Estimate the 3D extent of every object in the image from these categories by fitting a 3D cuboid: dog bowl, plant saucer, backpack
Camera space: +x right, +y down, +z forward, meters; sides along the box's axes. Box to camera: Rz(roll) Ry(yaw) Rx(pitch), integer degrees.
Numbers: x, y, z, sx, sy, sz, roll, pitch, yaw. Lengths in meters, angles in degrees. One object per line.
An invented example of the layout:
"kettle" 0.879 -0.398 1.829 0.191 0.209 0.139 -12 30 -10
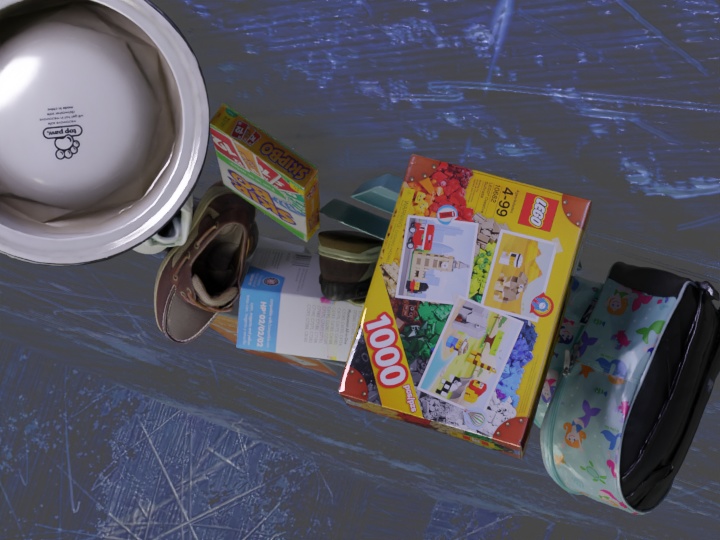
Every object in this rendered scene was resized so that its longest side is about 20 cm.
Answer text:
"dog bowl" -0.205 -0.107 1.129 0.200 0.200 0.074 20 -175 -10
"plant saucer" 0.063 -0.020 1.459 0.200 0.019 0.070 20 -177 -18
"backpack" 0.228 0.105 1.416 0.150 0.200 0.178 10 167 29
"plant saucer" 0.093 -0.039 1.398 0.200 0.019 0.070 22 168 -18

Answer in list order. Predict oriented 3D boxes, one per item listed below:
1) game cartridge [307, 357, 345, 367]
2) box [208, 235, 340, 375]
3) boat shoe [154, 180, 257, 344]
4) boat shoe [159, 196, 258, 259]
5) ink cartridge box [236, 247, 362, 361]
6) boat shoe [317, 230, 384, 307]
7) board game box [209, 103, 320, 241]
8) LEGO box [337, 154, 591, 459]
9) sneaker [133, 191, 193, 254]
"game cartridge" 0.038 0.096 1.732 0.200 0.042 0.133 12 -177 21
"box" -0.096 0.035 1.807 0.124 0.098 0.200 13 168 22
"boat shoe" -0.149 0.007 1.564 0.072 0.072 0.200 16 128 -21
"boat shoe" -0.203 -0.051 1.618 0.200 0.075 0.073 19 178 -15
"ink cartridge box" -0.014 0.038 1.591 0.200 0.068 0.115 7 -158 2
"boat shoe" 0.001 0.000 1.504 0.072 0.066 0.201 16 -177 15
"board game box" -0.079 -0.078 1.388 0.095 0.030 0.200 35 172 6
"LEGO box" 0.084 0.029 1.277 0.149 0.200 0.077 15 168 9
"sneaker" -0.190 -0.050 1.483 0.070 0.080 0.200 -10 160 -15
